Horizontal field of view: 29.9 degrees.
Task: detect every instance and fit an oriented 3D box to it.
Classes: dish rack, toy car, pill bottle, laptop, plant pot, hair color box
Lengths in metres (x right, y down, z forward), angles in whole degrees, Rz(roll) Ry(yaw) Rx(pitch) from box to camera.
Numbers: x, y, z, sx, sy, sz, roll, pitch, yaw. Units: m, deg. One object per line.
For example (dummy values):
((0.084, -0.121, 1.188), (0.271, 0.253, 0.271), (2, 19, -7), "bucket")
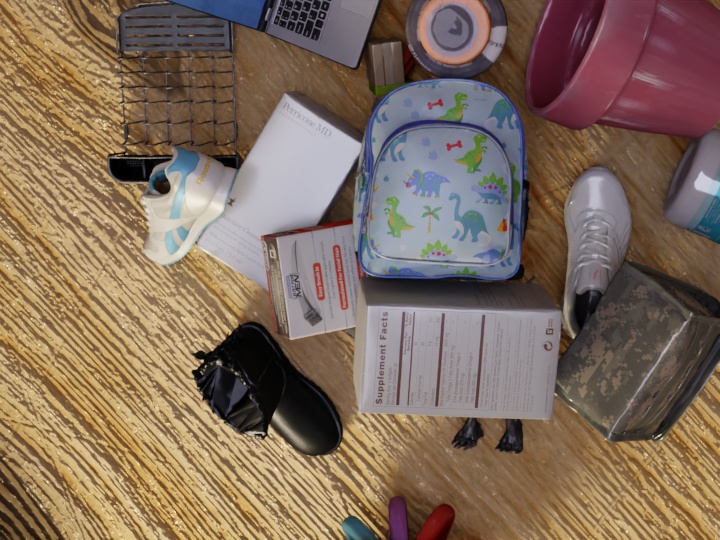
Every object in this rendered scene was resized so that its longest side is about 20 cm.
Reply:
((-0.209, -0.201, 1.519), (0.152, 0.055, 0.202), (0, 101, 6), "dish rack")
((0.055, 0.335, 1.550), (0.198, 0.175, 0.151), (4, 66, 6), "toy car")
((0.434, -0.067, 1.442), (0.198, 0.111, 0.112), (23, 102, 1), "pill bottle")
((-0.077, -0.341, 1.443), (0.199, 0.116, 0.189), (25, 104, 22), "laptop")
((0.291, -0.226, 1.399), (0.177, 0.200, 0.202), (19, 102, -14), "plant pot")
((0.000, 0.000, 1.465), (0.198, 0.064, 0.112), (-10, 97, -21), "hair color box")
((0.101, -0.251, 1.399), (0.105, 0.200, 0.107), (1, 100, 6), "pill bottle")

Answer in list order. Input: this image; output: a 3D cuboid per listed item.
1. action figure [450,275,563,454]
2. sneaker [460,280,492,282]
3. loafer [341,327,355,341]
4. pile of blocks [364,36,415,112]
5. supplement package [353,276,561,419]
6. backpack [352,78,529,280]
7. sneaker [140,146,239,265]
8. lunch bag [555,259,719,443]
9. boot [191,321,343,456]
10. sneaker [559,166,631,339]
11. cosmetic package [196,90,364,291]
((0.160, 0.107, 1.511), (0.118, 0.102, 0.202), (9, 104, 10), "action figure")
((0.114, -0.074, 1.484), (0.078, 0.096, 0.202), (-8, 99, 7), "sneaker")
((0.015, 0.054, 1.531), (0.199, 0.072, 0.073), (31, 105, 2), "loafer")
((0.049, -0.164, 1.484), (0.061, 0.082, 0.202), (-8, 85, -7), "pile of blocks")
((0.095, 0.078, 1.388), (0.198, 0.117, 0.119), (3, 103, -3), "supplement package")
((0.084, -0.092, 1.363), (0.181, 0.147, 0.202), (2, 90, 1), "backpack")
((-0.205, -0.074, 1.491), (0.080, 0.077, 0.200), (27, 145, -15), "sneaker")
((0.314, 0.093, 1.447), (0.117, 0.199, 0.165), (41, 107, 30), "lunch bag")
((-0.103, 0.149, 1.516), (0.073, 0.163, 0.199), (-36, 95, 13), "boot")
((0.260, -0.011, 1.477), (0.077, 0.099, 0.202), (1, 100, 7), "sneaker")
((-0.084, -0.089, 1.512), (0.112, 0.081, 0.201), (30, 103, 2), "cosmetic package")
